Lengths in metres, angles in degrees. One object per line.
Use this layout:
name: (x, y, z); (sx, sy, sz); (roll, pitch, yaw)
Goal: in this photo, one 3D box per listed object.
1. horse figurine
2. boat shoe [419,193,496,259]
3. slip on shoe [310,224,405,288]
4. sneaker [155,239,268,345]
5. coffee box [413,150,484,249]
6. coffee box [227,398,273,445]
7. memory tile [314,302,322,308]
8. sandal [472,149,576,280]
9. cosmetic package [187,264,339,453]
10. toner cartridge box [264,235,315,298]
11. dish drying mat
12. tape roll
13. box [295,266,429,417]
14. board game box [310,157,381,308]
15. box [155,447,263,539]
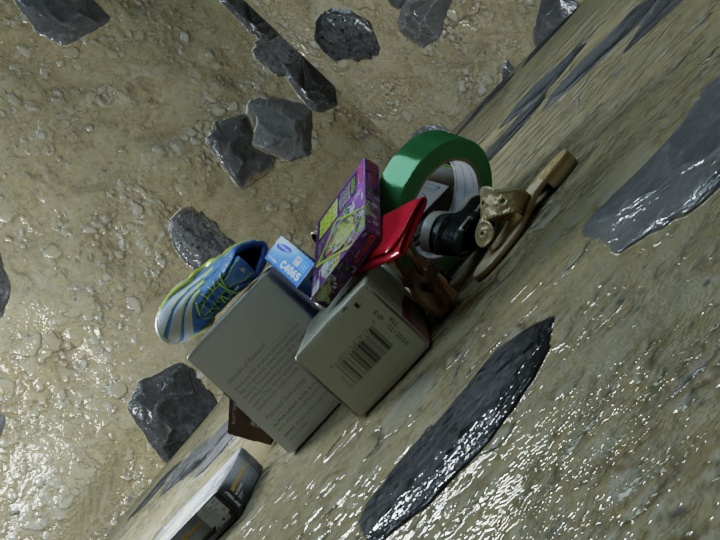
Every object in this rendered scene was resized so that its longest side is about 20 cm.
horse figurine: (0.077, 0.008, 1.245); (0.050, 0.133, 0.200); (-43, 18, 4)
boat shoe: (0.148, -0.054, 1.343); (0.200, 0.060, 0.076); (-30, -50, -54)
slip on shoe: (0.000, 0.000, 1.463); (0.060, 0.200, 0.076); (-26, -23, -21)
sneaker: (-0.203, 0.019, 1.401); (0.200, 0.076, 0.105); (-48, 5, -25)
coffee box: (0.106, -0.086, 1.497); (0.080, 0.113, 0.200); (23, 56, 37)
coffee box: (-0.144, 0.184, 1.691); (0.200, 0.079, 0.115); (-55, -26, -56)
memory tile: (-0.116, 0.080, 1.617); (0.200, 0.017, 0.153); (-48, 26, -14)
sandal: (0.181, -0.086, 1.253); (0.212, 0.070, 0.078); (-49, 5, -18)
cosmetic package: (-0.114, 0.121, 1.449); (0.165, 0.200, 0.165); (-47, 4, 2)
toner cartridge box: (-0.039, 0.031, 1.415); (0.043, 0.200, 0.095); (-53, 44, 0)
dish drying mat: (0.020, -0.036, 1.215); (0.077, 0.018, 0.200); (-66, 16, -17)
tape roll: (0.100, -0.089, 1.381); (0.048, 0.201, 0.201); (26, 67, 38)
box: (0.006, 0.078, 1.256); (0.128, 0.109, 0.200); (-47, 4, 9)
board game box: (-0.017, -0.052, 1.278); (0.120, 0.032, 0.200); (-56, 16, 27)
box: (-0.236, 0.366, 1.464); (0.200, 0.048, 0.158); (-46, 5, 14)
